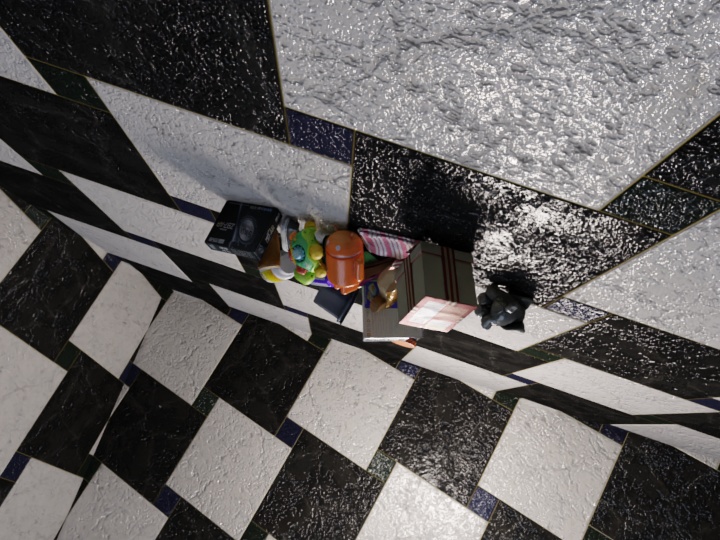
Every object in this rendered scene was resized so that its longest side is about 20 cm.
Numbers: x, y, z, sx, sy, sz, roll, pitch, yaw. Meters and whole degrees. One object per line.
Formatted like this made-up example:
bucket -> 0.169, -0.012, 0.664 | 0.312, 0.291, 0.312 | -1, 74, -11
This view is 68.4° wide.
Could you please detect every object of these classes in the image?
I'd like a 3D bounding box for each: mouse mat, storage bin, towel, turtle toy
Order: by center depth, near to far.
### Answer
towel -> 0.093, -0.066, 1.528 | 0.197, 0.030, 0.147 | 14, 162, 19
turtle toy -> -0.162, -0.040, 1.588 | 0.099, 0.147, 0.202 | -13, 135, -5
mouse mat -> 0.000, 0.000, 1.718 | 0.159, 0.008, 0.199 | -26, 148, 21
storage bin -> -0.084, 0.081, 1.968 | 0.133, 0.147, 0.200 | 30, -157, -4

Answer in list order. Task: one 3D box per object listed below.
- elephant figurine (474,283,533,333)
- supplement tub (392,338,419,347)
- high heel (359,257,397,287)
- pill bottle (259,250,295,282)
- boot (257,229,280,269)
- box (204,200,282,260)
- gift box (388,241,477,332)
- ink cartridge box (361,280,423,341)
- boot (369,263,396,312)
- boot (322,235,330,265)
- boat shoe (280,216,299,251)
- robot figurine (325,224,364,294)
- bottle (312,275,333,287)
elephant figurine -> 0.454, 0.122, 1.597 | 0.198, 0.156, 0.142 | 16, 124, -31
supplement tub -> 0.172, 0.158, 1.856 | 0.121, 0.203, 0.123 | 18, 164, 5
high heel -> 0.025, -0.004, 1.648 | 0.197, 0.068, 0.097 | -12, 149, -10
pill bottle -> -0.304, -0.016, 2.003 | 0.108, 0.111, 0.199 | 26, 163, -23
boot -> -0.286, -0.082, 1.642 | 0.069, 0.147, 0.201 | -4, -174, -4
box -> -0.355, -0.125, 1.609 | 0.197, 0.162, 0.044 | 12, 155, 26
gift box -> 0.184, 0.042, 1.421 | 0.182, 0.189, 0.200 | 15, 145, -23
ink cartridge box -> 0.102, 0.132, 1.759 | 0.196, 0.202, 0.043 | 0, 160, -6
boot -> 0.110, 0.039, 1.651 | 0.071, 0.143, 0.203 | 42, 128, 19
boot -> -0.125, -0.057, 1.731 | 0.152, 0.074, 0.205 | 23, 155, 28
boat shoe -> -0.216, -0.105, 1.691 | 0.056, 0.070, 0.200 | 17, 162, 4
robot figurine -> -0.047, -0.033, 1.562 | 0.114, 0.145, 0.203 | -1, 121, 1
bottle -> -0.106, 0.015, 1.856 | 0.197, 0.085, 0.065 | 5, 152, 34
